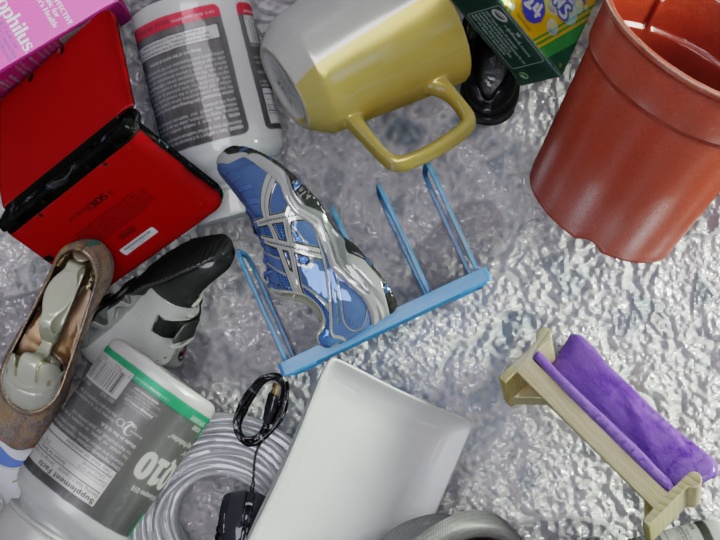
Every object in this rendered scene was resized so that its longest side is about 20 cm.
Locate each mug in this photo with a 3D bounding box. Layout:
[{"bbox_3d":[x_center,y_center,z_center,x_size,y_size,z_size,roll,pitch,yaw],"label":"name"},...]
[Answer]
[{"bbox_3d":[0.004,-0.190,1.510,0.153,0.187,0.150,-30,130,-12],"label":"mug"}]

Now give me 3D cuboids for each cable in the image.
[{"bbox_3d":[-0.128,0.229,1.579,0.199,0.069,0.201,-13,90,-1],"label":"cable"}]

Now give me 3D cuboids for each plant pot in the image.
[{"bbox_3d":[0.256,-0.126,1.502,0.200,0.201,0.196,29,124,0],"label":"plant pot"}]

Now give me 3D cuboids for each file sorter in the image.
[{"bbox_3d":[0.000,0.000,1.547,0.199,0.139,0.123,-25,86,0],"label":"file sorter"}]

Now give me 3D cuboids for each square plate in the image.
[{"bbox_3d":[-0.005,0.196,1.547,0.200,0.028,0.199,27,84,-41],"label":"square plate"}]

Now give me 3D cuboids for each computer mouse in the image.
[{"bbox_3d":[-0.095,0.189,1.517,0.058,0.034,0.201,8,97,1],"label":"computer mouse"}]

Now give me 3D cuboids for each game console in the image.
[{"bbox_3d":[-0.233,-0.103,1.552,0.172,0.119,0.200,38,132,-25],"label":"game console"}]

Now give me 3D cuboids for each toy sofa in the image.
[{"bbox_3d":[0.225,0.138,1.538,0.098,0.083,0.200,-42,68,-6],"label":"toy sofa"}]

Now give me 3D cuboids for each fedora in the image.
[{"bbox_3d":[0.056,0.291,1.547,0.200,0.090,0.177,-37,124,-18],"label":"fedora"}]

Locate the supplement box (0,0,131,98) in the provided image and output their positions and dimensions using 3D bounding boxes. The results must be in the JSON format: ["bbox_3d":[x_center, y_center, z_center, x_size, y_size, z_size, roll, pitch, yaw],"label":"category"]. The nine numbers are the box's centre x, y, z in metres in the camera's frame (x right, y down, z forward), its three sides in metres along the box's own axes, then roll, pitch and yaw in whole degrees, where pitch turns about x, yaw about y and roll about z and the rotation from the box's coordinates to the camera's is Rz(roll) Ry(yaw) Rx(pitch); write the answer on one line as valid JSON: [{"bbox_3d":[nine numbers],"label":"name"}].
[{"bbox_3d":[-0.322,-0.229,1.563,0.199,0.103,0.101,-32,89,-2],"label":"supplement box"}]

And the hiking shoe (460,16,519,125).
[{"bbox_3d":[0.129,-0.235,1.562,0.075,0.101,0.201,1,90,0],"label":"hiking shoe"}]

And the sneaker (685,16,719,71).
[{"bbox_3d":[0.288,-0.259,1.584,0.078,0.070,0.201,-15,90,14],"label":"sneaker"}]

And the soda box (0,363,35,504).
[{"bbox_3d":[-0.299,0.183,1.579,0.063,0.068,0.201,-28,90,0],"label":"soda box"}]

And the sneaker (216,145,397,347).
[{"bbox_3d":[-0.059,-0.023,1.446,0.077,0.076,0.200,-41,80,-7],"label":"sneaker"}]

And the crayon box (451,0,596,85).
[{"bbox_3d":[0.160,-0.282,1.517,0.126,0.051,0.201,45,56,-30],"label":"crayon box"}]

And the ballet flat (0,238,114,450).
[{"bbox_3d":[-0.279,0.063,1.515,0.068,0.067,0.201,19,87,4],"label":"ballet flat"}]

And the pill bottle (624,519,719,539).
[{"bbox_3d":[0.289,0.292,1.556,0.199,0.114,0.115,-14,90,0],"label":"pill bottle"}]

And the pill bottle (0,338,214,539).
[{"bbox_3d":[-0.226,0.170,1.494,0.113,0.113,0.200,35,85,0],"label":"pill bottle"}]

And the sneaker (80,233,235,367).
[{"bbox_3d":[-0.173,0.038,1.560,0.200,0.074,0.089,-31,105,32],"label":"sneaker"}]

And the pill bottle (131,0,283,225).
[{"bbox_3d":[-0.132,-0.147,1.558,0.110,0.111,0.201,-14,90,0],"label":"pill bottle"}]
